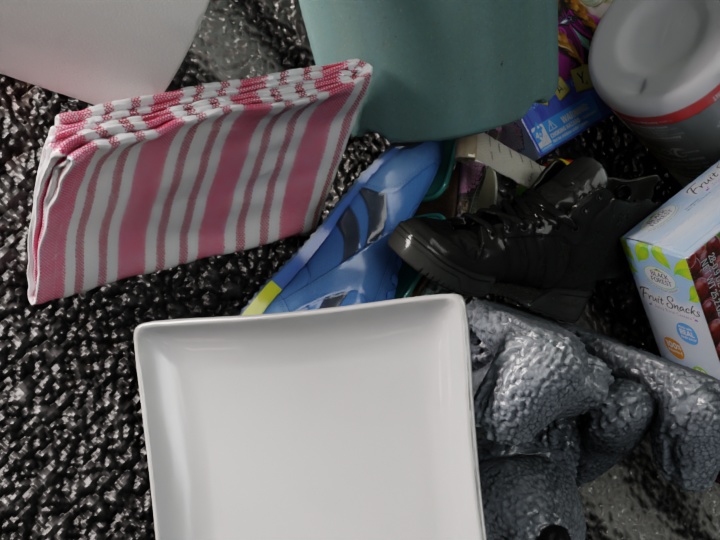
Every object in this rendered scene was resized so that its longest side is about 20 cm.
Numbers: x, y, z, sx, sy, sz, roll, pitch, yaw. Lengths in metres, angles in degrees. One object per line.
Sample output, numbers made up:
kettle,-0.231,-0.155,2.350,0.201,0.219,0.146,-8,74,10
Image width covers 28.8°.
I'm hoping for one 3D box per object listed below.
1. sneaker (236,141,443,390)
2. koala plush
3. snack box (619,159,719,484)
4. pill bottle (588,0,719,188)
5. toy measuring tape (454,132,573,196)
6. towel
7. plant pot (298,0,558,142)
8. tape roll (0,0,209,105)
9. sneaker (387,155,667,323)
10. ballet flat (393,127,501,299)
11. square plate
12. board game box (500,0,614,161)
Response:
sneaker,0.000,0.000,0.867,0.078,0.066,0.200,38,75,7
koala plush,0.102,0.132,0.875,0.176,0.184,0.202,16,94,-25
snack box,0.273,0.021,0.908,0.168,0.068,0.201,-35,119,-20
pill bottle,0.252,-0.111,0.970,0.200,0.113,0.115,35,64,-43
toy measuring tape,0.112,-0.049,0.933,0.199,0.073,0.074,20,70,-42
towel,-0.092,-0.047,0.806,0.199,0.147,0.030,-15,59,-28
plant pot,0.038,-0.194,0.847,0.199,0.200,0.198,-25,118,-28
tape roll,-0.158,-0.201,0.770,0.138,0.202,0.204,17,73,-23
sneaker,0.110,-0.030,0.858,0.199,0.060,0.105,17,109,-41
ballet flat,0.056,-0.029,0.923,0.071,0.069,0.201,32,65,-34
square plate,-0.026,0.120,0.799,0.198,0.028,0.200,-6,92,16
board game box,0.141,-0.204,1.007,0.199,0.041,0.201,-31,94,-28
